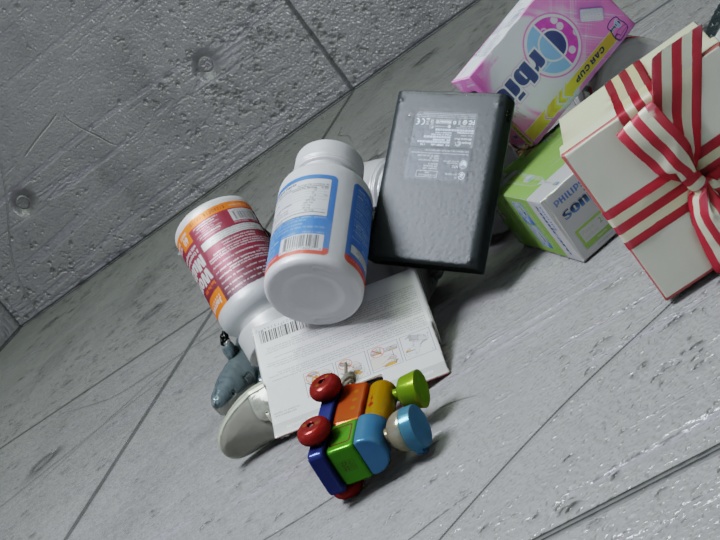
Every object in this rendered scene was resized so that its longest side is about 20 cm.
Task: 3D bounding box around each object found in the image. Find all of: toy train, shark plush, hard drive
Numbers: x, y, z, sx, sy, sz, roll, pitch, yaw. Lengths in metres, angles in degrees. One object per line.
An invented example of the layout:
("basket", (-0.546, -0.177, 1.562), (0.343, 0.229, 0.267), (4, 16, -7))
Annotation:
("toy train", (0.017, 0.125, 1.333), (0.115, 0.085, 0.200), (-21, 25, 20))
("shark plush", (-0.145, 0.104, 1.734), (0.090, 0.083, 0.201), (-20, 47, 40))
("hard drive", (0.089, -0.101, 1.531), (0.139, 0.033, 0.202), (6, 78, 28))

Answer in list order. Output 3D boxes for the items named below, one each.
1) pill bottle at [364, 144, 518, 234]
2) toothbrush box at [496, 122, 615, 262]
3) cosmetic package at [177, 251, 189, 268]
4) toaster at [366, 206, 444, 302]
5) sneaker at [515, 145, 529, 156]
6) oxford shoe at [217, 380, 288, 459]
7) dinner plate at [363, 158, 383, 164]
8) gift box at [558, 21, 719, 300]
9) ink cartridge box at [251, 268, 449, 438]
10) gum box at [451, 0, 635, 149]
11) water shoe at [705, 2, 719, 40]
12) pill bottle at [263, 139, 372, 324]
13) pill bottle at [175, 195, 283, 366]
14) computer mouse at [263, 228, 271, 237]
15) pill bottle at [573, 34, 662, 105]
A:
("pill bottle", (0.097, -0.102, 1.719), (0.199, 0.120, 0.120), (-2, 35, 43))
("toothbrush box", (0.238, -0.097, 1.497), (0.145, 0.086, 0.200), (-40, 12, -6))
("cosmetic package", (-0.154, 0.022, 1.887), (0.090, 0.201, 0.107), (-40, 12, -16))
("toaster", (0.000, 0.000, 1.654), (0.199, 0.130, 0.114), (-15, 21, 23))
("sneaker", (0.157, -0.119, 1.826), (0.200, 0.067, 0.090), (-39, 18, 13))
("oxford shoe", (-0.083, 0.156, 1.559), (0.199, 0.075, 0.058), (-36, 40, 13))
("dinner plate", (0.035, -0.131, 1.940), (0.198, 0.024, 0.200), (-7, 21, 3))
("gift box", (0.291, -0.113, 1.200), (0.200, 0.185, 0.187), (-40, 10, 17))
("ink cartridge box", (-0.010, 0.098, 1.481), (0.199, 0.045, 0.177), (-20, 41, 3))
("gum box", (0.209, -0.249, 1.588), (0.200, 0.113, 0.066), (-50, 13, -8))
("water shoe", (0.398, -0.208, 1.489), (0.201, 0.078, 0.072), (-63, 7, 8))
("pill bottle", (-0.043, -0.048, 1.527), (0.112, 0.112, 0.201), (-29, 37, 34))
("pill bottle", (-0.144, 0.014, 1.708), (0.109, 0.201, 0.110), (-26, -25, -13))
("computer mouse", (-0.104, 0.014, 1.810), (0.109, 0.201, 0.044), (-36, -1, 26))
("pill bottle", (0.320, -0.239, 1.703), (0.110, 0.111, 0.200), (-37, 14, 3))
